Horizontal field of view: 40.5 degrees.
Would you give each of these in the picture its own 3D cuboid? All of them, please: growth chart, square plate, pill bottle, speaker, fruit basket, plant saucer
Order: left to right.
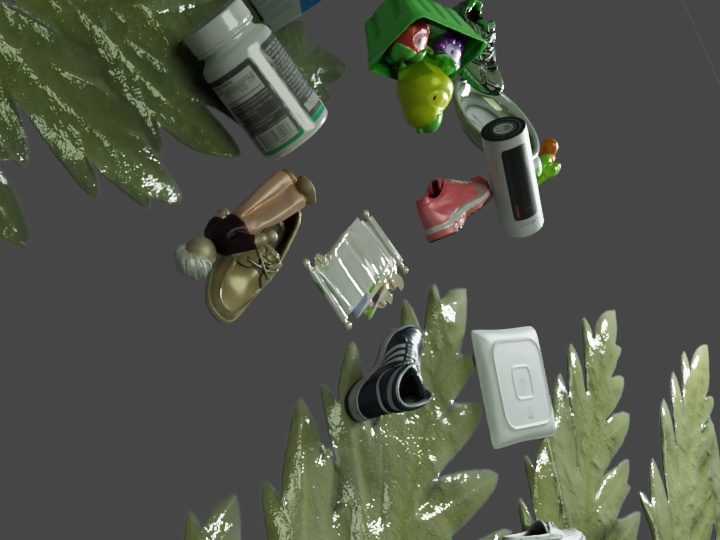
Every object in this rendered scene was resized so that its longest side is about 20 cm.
[{"bbox_3d":[-0.143,-0.261,1.331,0.201,0.112,0.114,53,44,-21],"label":"pill bottle"},{"bbox_3d":[0.000,0.000,1.468,0.200,0.018,0.146,-45,110,-47],"label":"growth chart"},{"bbox_3d":[0.112,-0.345,1.640,0.214,0.155,0.218,30,39,-28],"label":"fruit basket"},{"bbox_3d":[0.237,-0.264,1.782,0.198,0.050,0.202,25,40,-23],"label":"plant saucer"},{"bbox_3d":[0.263,-0.158,1.684,0.082,0.080,0.202,-56,140,-43],"label":"speaker"},{"bbox_3d":[0.274,0.197,1.696,0.198,0.028,0.201,1,75,-48],"label":"square plate"}]

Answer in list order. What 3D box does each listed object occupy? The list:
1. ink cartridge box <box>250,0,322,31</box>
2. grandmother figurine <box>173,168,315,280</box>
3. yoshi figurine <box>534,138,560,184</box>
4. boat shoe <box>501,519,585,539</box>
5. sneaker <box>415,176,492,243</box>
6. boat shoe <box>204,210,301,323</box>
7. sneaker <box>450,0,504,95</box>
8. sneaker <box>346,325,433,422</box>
[{"bbox_3d":[-0.122,-0.474,1.409,0.201,0.144,0.084,54,43,-20],"label":"ink cartridge box"},{"bbox_3d":[-0.155,-0.057,1.245,0.199,0.121,0.061,-38,118,-24],"label":"grandmother figurine"},{"bbox_3d":[0.304,-0.189,1.821,0.112,0.112,0.201,43,49,-16],"label":"yoshi figurine"},{"bbox_3d":[0.305,0.443,1.603,0.198,0.073,0.068,-3,81,-48],"label":"boat shoe"},{"bbox_3d":[0.159,-0.128,1.653,0.087,0.073,0.200,59,42,-12],"label":"sneaker"},{"bbox_3d":[-0.138,-0.015,1.282,0.072,0.064,0.201,51,44,-22],"label":"boat shoe"},{"bbox_3d":[0.214,-0.409,1.784,0.077,0.085,0.202,-3,65,-46],"label":"sneaker"},{"bbox_3d":[0.069,0.143,1.423,0.071,0.108,0.200,57,42,-16],"label":"sneaker"}]
